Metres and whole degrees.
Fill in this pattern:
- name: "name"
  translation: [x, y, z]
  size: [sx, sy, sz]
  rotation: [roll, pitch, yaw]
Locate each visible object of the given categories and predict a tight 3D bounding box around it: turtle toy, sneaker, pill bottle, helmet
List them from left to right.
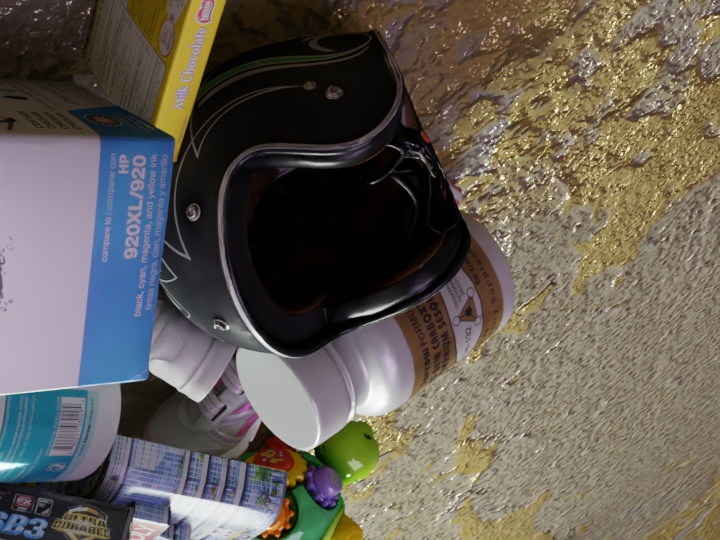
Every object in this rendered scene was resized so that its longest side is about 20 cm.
- name: "pill bottle"
  translation: [-0.274, 0.090, 0.753]
  size: [0.200, 0.111, 0.111]
  rotation: [11, 125, -45]
- name: "sneaker"
  translation: [-0.153, 0.026, 0.783]
  size: [0.115, 0.200, 0.074]
  rotation: [33, 85, -13]
- name: "sneaker"
  translation: [-0.104, 0.090, 0.928]
  size: [0.200, 0.081, 0.088]
  rotation: [-36, 145, -11]
- name: "helmet"
  translation: [-0.044, -0.047, 0.699]
  size: [0.190, 0.200, 0.200]
  rotation: [-24, 146, 6]
- name: "turtle toy"
  translation: [-0.064, 0.212, 1.064]
  size: [0.200, 0.146, 0.101]
  rotation: [-22, 123, -36]
- name: "pill bottle"
  translation: [0.012, 0.042, 0.814]
  size: [0.200, 0.114, 0.115]
  rotation: [-33, 149, -33]

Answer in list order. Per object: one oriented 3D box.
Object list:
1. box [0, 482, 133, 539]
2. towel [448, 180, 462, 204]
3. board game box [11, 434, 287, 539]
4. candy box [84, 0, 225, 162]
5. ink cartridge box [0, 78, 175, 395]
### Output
- name: "box"
  translation: [-0.281, 0.220, 0.848]
  size: [0.199, 0.050, 0.199]
  rotation: [12, 143, -7]
- name: "towel"
  translation: [0.000, 0.000, 0.893]
  size: [0.146, 0.030, 0.201]
  rotation: [22, 93, -51]
- name: "board game box"
  translation: [-0.194, 0.201, 0.911]
  size: [0.199, 0.062, 0.200]
  rotation: [16, 148, -25]
- name: "candy box"
  translation: [-0.103, -0.167, 0.593]
  size: [0.026, 0.102, 0.200]
  rotation: [-4, 136, -34]
- name: "ink cartridge box"
  translation: [-0.227, -0.024, 0.590]
  size: [0.199, 0.147, 0.145]
  rotation: [-3, 112, -37]
